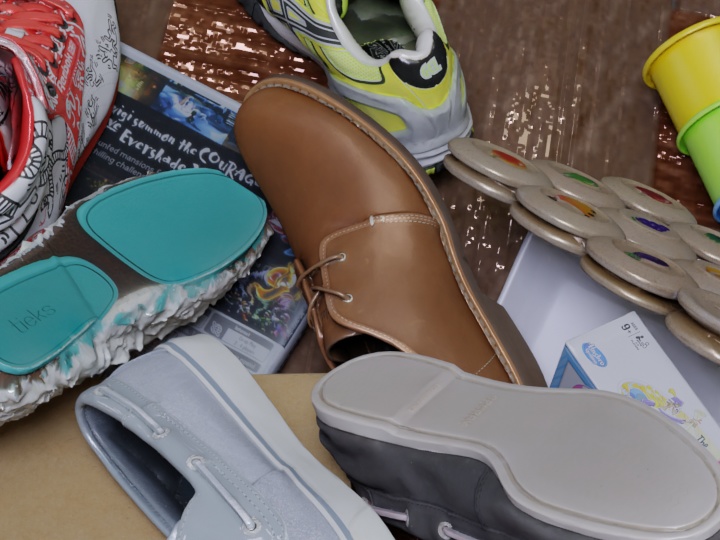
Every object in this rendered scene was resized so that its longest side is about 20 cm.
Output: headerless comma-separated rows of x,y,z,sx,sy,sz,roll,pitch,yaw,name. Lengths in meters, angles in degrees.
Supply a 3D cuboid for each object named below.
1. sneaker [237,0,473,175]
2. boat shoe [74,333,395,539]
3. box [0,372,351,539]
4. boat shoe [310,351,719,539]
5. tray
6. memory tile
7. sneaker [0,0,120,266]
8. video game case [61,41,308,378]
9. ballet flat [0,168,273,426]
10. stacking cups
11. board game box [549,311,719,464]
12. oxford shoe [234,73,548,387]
-0.007,-0.136,0.914,0.075,0.077,0.200,-29,59,-18,sneaker
-0.043,0.102,0.711,0.071,0.070,0.201,-23,45,-24,boat shoe
-0.100,0.108,0.759,0.198,0.021,0.164,-1,46,-5,box
0.060,0.078,0.705,0.067,0.057,0.199,-35,31,-29,boat shoe
0.145,0.065,0.838,0.199,0.022,0.108,26,98,7,tray
0.134,-0.003,0.808,0.153,0.017,0.200,11,20,-40,memory tile
-0.146,-0.083,0.831,0.067,0.108,0.202,11,60,0,sneaker
-0.115,-0.015,0.871,0.199,0.023,0.182,27,62,9,video game case
-0.115,0.013,0.797,0.072,0.072,0.200,39,35,14,ballet flat
0.199,-0.021,0.896,0.060,0.061,0.201,-17,68,-16,stacking cups
0.131,0.133,0.733,0.034,0.135,0.200,-22,61,-21,board game box
0.000,0.000,0.815,0.071,0.071,0.200,-20,68,-43,oxford shoe
